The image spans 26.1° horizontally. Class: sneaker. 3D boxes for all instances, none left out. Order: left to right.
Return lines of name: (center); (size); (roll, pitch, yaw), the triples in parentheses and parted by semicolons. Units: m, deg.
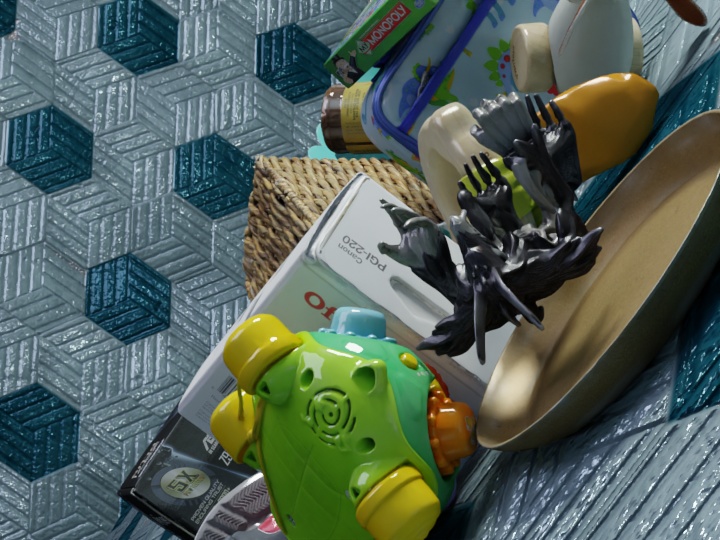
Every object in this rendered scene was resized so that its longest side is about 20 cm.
sneaker: (-0.109, 0.232, 1.150); (0.201, 0.077, 0.112); (-56, 7, -12)

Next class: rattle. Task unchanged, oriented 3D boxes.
rattle: (0.111, -0.054, 1.055); (0.143, 0.130, 0.200); (-45, -23, -15)

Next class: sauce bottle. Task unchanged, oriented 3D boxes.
sauce bottle: (0.067, -0.133, 1.332); (0.065, 0.199, 0.065); (1, -90, -71)

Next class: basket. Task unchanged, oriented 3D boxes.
basket: (0.000, 0.000, 1.274); (0.200, 0.148, 0.144); (-133, 47, -58)

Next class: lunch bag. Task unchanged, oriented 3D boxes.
lunch bag: (0.103, -0.151, 1.188); (0.200, 0.160, 0.082); (-55, 6, -10)

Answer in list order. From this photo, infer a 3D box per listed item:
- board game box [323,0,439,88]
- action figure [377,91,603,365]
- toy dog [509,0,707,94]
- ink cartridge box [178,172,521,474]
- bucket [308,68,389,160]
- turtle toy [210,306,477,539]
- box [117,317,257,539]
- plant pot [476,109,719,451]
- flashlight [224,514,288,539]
board game box: (0.056, -0.239, 1.179); (0.135, 0.029, 0.200); (-38, 16, 55)
action figure: (0.068, -0.027, 0.826); (0.119, 0.102, 0.200); (-40, 10, 22)
toy dog: (0.163, -0.159, 1.045); (0.131, 0.097, 0.200); (-17, -23, 7)
ink cartridge box: (-0.003, 0.056, 0.954); (0.200, 0.145, 0.085); (-48, 8, 49)
bucket: (0.051, -0.154, 1.628); (0.208, 0.134, 0.207); (-52, 14, 19)
turtle toy: (-0.002, 0.098, 0.846); (0.101, 0.146, 0.200); (-32, -22, -27)
box: (-0.122, 0.140, 1.388); (0.201, 0.086, 0.164); (-56, 6, -14)
plant pot: (0.126, 0.010, 0.763); (0.201, 0.027, 0.200); (-55, 6, 8)
flashlight: (-0.038, 0.146, 1.089); (0.200, 0.068, 0.068); (-54, 17, -9)
